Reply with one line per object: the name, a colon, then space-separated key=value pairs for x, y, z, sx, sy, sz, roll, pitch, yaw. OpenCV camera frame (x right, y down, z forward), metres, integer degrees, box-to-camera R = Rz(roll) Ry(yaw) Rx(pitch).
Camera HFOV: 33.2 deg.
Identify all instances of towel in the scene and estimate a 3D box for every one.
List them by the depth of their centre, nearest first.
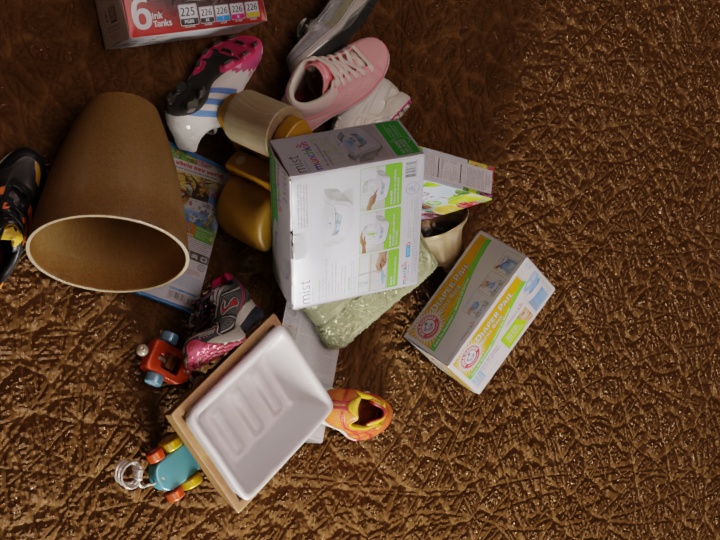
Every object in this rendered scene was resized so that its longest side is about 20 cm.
towel: x=0.000 y=0.000 z=1.639 sx=0.200 sy=0.036 sz=0.149 roll=-40 pitch=112 yaw=-7

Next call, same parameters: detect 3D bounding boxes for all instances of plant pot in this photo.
plant pot: x=-0.293 y=-0.103 z=1.435 sx=0.186 sy=0.186 sz=0.201 roll=21 pitch=54 yaw=-37

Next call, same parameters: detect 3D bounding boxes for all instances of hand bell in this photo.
hand bell: x=0.139 y=0.007 z=1.845 sx=0.104 sy=0.104 sz=0.201 roll=-40 pitch=125 yaw=-34

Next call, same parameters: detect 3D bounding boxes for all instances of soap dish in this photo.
soap dish: x=-0.141 y=0.177 z=1.521 sx=0.200 sy=0.081 sz=0.158 roll=-45 pitch=113 yaw=-35

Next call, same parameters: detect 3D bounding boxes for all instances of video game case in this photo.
video game case: x=-0.249 y=-0.061 z=1.555 sx=0.143 sy=0.018 sz=0.201 roll=23 pitch=73 yaw=-36

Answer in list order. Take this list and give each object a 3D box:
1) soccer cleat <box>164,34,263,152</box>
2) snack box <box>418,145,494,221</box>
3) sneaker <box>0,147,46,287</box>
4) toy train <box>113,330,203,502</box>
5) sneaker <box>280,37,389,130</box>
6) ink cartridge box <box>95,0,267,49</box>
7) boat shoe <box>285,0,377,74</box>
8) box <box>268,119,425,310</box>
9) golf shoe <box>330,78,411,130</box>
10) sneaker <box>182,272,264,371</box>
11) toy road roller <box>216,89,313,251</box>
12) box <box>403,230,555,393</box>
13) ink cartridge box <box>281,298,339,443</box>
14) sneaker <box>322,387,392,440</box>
soccer cleat: x=-0.192 y=-0.234 z=1.590 sx=0.200 sy=0.069 sz=0.087 roll=-53 pitch=150 yaw=-39
snack box: x=0.073 y=-0.118 z=1.691 sx=0.141 sy=0.200 sz=0.053 roll=13 pitch=75 yaw=-27
sneaker: x=-0.401 y=-0.052 z=1.380 sx=0.070 sy=0.090 sz=0.201 roll=34 pitch=67 yaw=-33
toy train: x=-0.247 y=0.187 z=1.520 sx=0.150 sy=0.055 sz=0.201 roll=28 pitch=67 yaw=-34
sneaker: x=-0.031 y=-0.268 z=1.662 sx=0.200 sy=0.105 sz=0.075 roll=-40 pitch=81 yaw=-18
ink cartridge box: x=-0.238 y=-0.384 z=1.531 sx=0.199 sy=0.084 sz=0.177 roll=-16 pitch=97 yaw=-34
boat shoe: x=-0.048 y=-0.349 z=1.713 sx=0.065 sy=0.075 sz=0.202 roll=34 pitch=64 yaw=8
box: x=-0.019 y=-0.068 z=1.510 sx=0.175 sy=0.097 sz=0.201 roll=-12 pitch=128 yaw=-16
golf shoe: x=-0.016 y=-0.210 z=1.734 sx=0.092 sy=0.075 sz=0.200 roll=46 pitch=60 yaw=-2
sneaker: x=-0.187 y=0.066 z=1.526 sx=0.075 sy=0.080 sz=0.200 roll=58 pitch=15 yaw=-9
toy road roller: x=-0.126 y=-0.119 z=1.564 sx=0.146 sy=0.122 sz=0.200 roll=-52 pitch=145 yaw=-19
box: x=0.177 y=0.062 z=1.790 sx=0.200 sy=0.101 sz=0.112 roll=-54 pitch=138 yaw=-4
ink cartridge box: x=-0.089 y=0.128 z=1.655 sx=0.109 sy=0.050 sz=0.201 roll=20 pitch=74 yaw=-37
sneaker: x=0.008 y=0.205 z=1.682 sx=0.200 sy=0.077 sz=0.074 roll=20 pitch=77 yaw=-67
